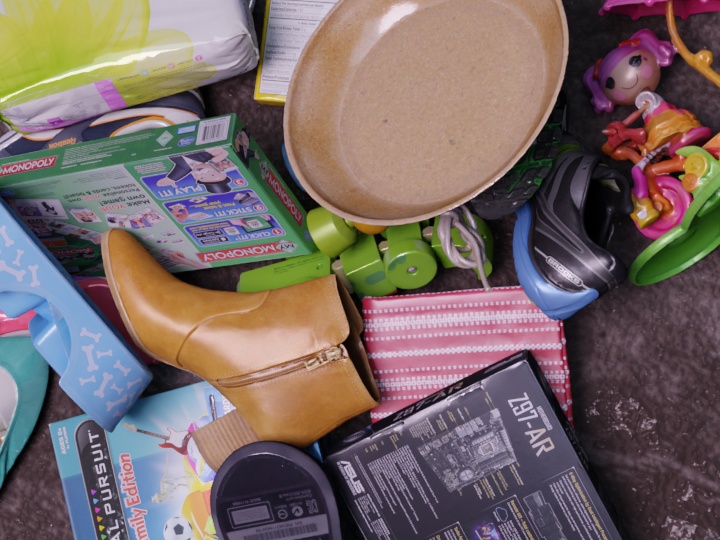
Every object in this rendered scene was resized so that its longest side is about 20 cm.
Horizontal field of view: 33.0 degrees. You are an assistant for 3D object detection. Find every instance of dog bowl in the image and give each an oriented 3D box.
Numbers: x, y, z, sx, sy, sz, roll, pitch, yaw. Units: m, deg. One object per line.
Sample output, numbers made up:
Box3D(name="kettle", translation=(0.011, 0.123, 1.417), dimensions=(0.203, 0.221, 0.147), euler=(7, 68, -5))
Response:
Box3D(name="dog bowl", translation=(-0.217, 0.022, 0.834), dimensions=(0.050, 0.111, 0.200), euler=(-40, 109, -9))

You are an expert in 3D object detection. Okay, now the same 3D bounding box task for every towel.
Box3D(name="towel", translation=(0.080, 0.112, 0.867), dimensions=(0.144, 0.022, 0.201), euler=(-5, 97, 10))

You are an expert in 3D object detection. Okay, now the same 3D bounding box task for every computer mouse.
Box3D(name="computer mouse", translation=(-0.049, 0.205, 0.844), dimensions=(0.138, 0.053, 0.200), euler=(-8, 103, 9))

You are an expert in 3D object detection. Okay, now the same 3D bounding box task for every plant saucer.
Box3D(name="plant saucer", translation=(0.044, -0.114, 0.771), dimensions=(0.200, 0.035, 0.201), euler=(-14, 62, 27))

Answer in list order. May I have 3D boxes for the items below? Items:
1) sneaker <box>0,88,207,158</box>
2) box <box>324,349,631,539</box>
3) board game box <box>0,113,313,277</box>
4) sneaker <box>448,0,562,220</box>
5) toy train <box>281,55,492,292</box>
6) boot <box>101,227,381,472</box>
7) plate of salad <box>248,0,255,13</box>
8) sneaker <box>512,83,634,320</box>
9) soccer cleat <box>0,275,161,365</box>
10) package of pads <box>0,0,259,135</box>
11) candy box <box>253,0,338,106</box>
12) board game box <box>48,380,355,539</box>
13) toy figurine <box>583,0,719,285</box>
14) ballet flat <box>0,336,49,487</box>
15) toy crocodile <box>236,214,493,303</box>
Box3D(name="sneaker", translation=(-0.208, -0.077, 0.919), dimensions=(0.200, 0.078, 0.080), euler=(-25, 46, 6))
Box3D(name="box", translation=(0.091, 0.178, 0.840), dimensions=(0.160, 0.044, 0.200), euler=(-29, 92, 12))
Box3D(name="board game box", translation=(-0.150, -0.045, 0.871), dimensions=(0.200, 0.135, 0.029), euler=(-7, 57, 20))
Box3D(name="sneaker", translation=(0.087, -0.124, 0.840), dimensions=(0.078, 0.085, 0.200), euler=(6, 64, -13))
Box3D(name="toy train", translation=(0.013, -0.043, 0.839), dimensions=(0.116, 0.085, 0.200), euler=(-30, 53, 22))
Box3D(name="boot", translation=(-0.080, 0.031, 0.851), dimensions=(0.144, 0.071, 0.201), euler=(-29, 89, 13))
Box3D(name="plate of salad", translation=(-0.179, -0.229, 0.954), dimensions=(0.200, 0.048, 0.201), euler=(0, 89, 0))
Box3D(name="sneaker", translation=(0.145, -0.057, 0.836), dimensions=(0.083, 0.071, 0.200), euler=(-22, 47, 24))
Box3D(name="soccer cleat", translation=(-0.224, 0.028, 0.930), dimensions=(0.199, 0.076, 0.067), euler=(7, 105, -9))
Box3D(name="package of pads", translation=(-0.184, -0.194, 0.883), dimensions=(0.200, 0.068, 0.155), euler=(-17, 76, 1))
Box3D(name="candy box", translation=(0.023, -0.168, 0.922), dimensions=(0.199, 0.026, 0.102), euler=(7, 85, 10))
Box3D(name="board game box", translation=(-0.118, 0.162, 0.906), dimensions=(0.200, 0.047, 0.151), euler=(-16, 82, 8))
Box3D(name="toy figurine", translation=(0.224, -0.120, 0.851), dimensions=(0.200, 0.150, 0.184), euler=(-42, 64, 29))
Box3D(name="ballet flat", translation=(-0.296, 0.133, 0.929), dimensions=(0.067, 0.070, 0.200), euler=(20, 88, 15))
Box3D(name="toy crocodile", translation=(0.000, 0.000, 0.897), dimensions=(0.200, 0.062, 0.068), euler=(-19, 43, 10))
